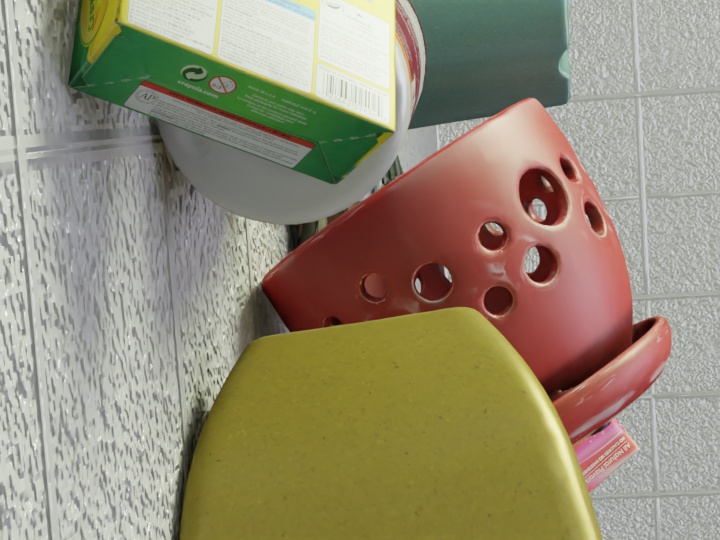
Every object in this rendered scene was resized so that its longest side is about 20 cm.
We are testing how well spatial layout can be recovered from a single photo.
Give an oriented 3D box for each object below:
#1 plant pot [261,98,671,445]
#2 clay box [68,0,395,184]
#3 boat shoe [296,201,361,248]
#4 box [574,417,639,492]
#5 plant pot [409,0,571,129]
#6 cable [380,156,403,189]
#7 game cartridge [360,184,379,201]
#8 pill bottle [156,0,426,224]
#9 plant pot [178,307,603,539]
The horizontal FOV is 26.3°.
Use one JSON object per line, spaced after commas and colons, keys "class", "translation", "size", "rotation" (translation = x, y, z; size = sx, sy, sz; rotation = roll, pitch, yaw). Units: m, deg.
{"class": "plant pot", "translation": [0.068, 0.025, 0.917], "size": [0.183, 0.200, 0.200], "rotation": [58, 6, 2]}
{"class": "clay box", "translation": [-0.044, -0.142, 0.606], "size": [0.048, 0.115, 0.200], "rotation": [-40, -140, 46]}
{"class": "boat shoe", "translation": [0.000, 0.000, 1.128], "size": [0.200, 0.074, 0.076], "rotation": [71, 17, -75]}
{"class": "box", "translation": [0.116, 0.170, 1.236], "size": [0.103, 0.200, 0.095], "rotation": [49, 2, 7]}
{"class": "plant pot", "translation": [0.040, -0.180, 1.043], "size": [0.200, 0.196, 0.201], "rotation": [-4, 90, -83]}
{"class": "cable", "translation": [0.019, -0.057, 1.278], "size": [0.200, 0.050, 0.097], "rotation": [-105, 179, -54]}
{"class": "game cartridge", "translation": [-0.005, -0.067, 1.314], "size": [0.133, 0.041, 0.200], "rotation": [-41, 127, -77]}
{"class": "pill bottle", "translation": [-0.026, -0.099, 0.756], "size": [0.200, 0.114, 0.114], "rotation": [-72, 158, -74]}
{"class": "plant pot", "translation": [0.016, 0.134, 0.740], "size": [0.194, 0.195, 0.200], "rotation": [76, 5, -61]}
